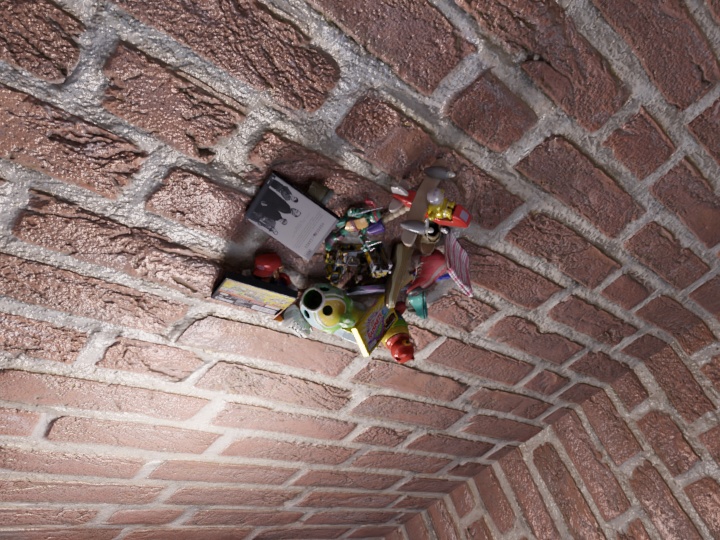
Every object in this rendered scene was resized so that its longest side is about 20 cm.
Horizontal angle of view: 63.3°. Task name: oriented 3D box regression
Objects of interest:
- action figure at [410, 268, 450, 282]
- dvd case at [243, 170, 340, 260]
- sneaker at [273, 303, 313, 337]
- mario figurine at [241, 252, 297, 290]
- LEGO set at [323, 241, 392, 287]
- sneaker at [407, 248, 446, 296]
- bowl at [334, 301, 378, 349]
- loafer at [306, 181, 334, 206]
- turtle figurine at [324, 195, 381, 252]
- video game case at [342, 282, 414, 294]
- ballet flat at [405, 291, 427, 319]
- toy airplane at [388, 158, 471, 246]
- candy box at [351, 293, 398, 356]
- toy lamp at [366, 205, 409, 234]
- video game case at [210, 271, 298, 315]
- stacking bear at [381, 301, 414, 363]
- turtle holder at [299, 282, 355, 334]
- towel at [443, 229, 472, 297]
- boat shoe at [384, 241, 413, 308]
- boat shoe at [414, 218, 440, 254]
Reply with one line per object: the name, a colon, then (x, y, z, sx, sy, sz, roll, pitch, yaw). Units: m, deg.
action figure: (0.231, 0.012, 1.841, 0.199, 0.066, 0.099, -17, 174, -6)
dvd case: (-0.172, -0.133, 1.454, 0.200, 0.025, 0.150, 35, 120, -11)
sneaker: (-0.189, 0.158, 1.747, 0.076, 0.092, 0.200, -39, 167, 10)
mario figurine: (-0.252, 0.038, 1.622, 0.123, 0.106, 0.200, -27, 145, -10)
LEGO set: (0.000, 0.000, 1.691, 0.199, 0.116, 0.154, 3, 134, -28)
sneaker: (0.192, 0.005, 1.766, 0.200, 0.087, 0.074, -39, 178, -34)
bowl: (-0.018, 0.162, 1.858, 0.200, 0.200, 0.108, 39, 69, -47)
loafer: (-0.149, -0.156, 1.495, 0.070, 0.075, 0.200, 42, 118, -10)
turtle figurine: (-0.015, -0.119, 1.565, 0.199, 0.101, 0.150, -16, 127, 17)
video game case: (0.052, 0.059, 1.797, 0.199, 0.019, 0.143, -2, 172, -25)
ballet flat: (0.186, 0.110, 1.947, 0.070, 0.068, 0.200, -3, 155, 9)
toy airplane: (0.170, -0.180, 1.503, 0.198, 0.201, 0.141, -19, 168, -10)
candy box: (0.046, 0.162, 1.779, 0.026, 0.200, 0.102, -11, 113, 38)
toy lamp: (0.102, -0.161, 1.608, 0.200, 0.058, 0.058, -30, 140, 6)
video game case: (-0.295, 0.067, 1.608, 0.199, 0.026, 0.181, 18, 154, -21)
stacking bear: (0.116, 0.213, 1.922, 0.121, 0.200, 0.114, 6, 133, -31)
turtle holder: (-0.101, 0.118, 1.717, 0.141, 0.186, 0.132, -34, 149, 11)
towel: (0.304, -0.021, 1.791, 0.030, 0.147, 0.200, -15, 146, 25)
boat shoe: (0.120, 0.017, 1.707, 0.076, 0.201, 0.072, 14, 168, -9)
boat shoe: (0.195, -0.113, 1.691, 0.075, 0.074, 0.200, -16, 140, -7)
